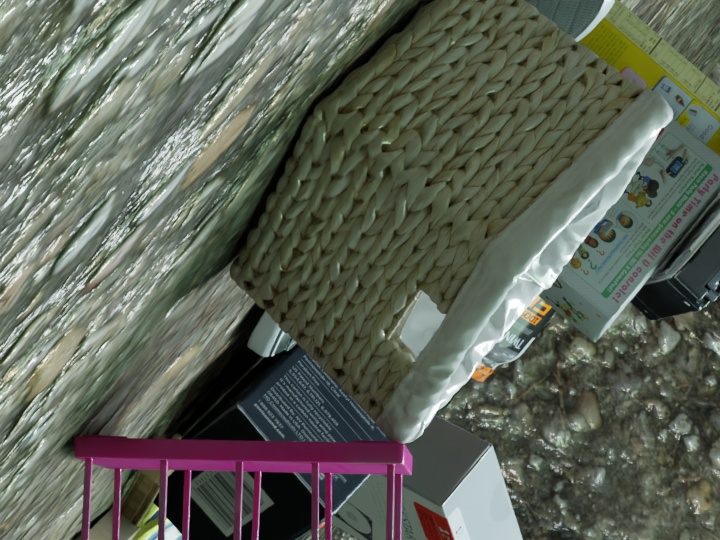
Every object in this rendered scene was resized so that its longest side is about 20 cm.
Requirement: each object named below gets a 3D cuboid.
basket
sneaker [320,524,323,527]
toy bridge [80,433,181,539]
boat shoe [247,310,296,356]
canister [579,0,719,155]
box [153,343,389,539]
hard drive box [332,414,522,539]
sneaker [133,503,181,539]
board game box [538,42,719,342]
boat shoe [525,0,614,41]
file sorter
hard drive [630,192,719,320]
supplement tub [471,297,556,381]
[{"bbox_3d":[0.050,-0.041,1.636,0.200,0.161,0.199,-46,172,-40],"label":"basket"},{"bbox_3d":[-0.072,0.221,2.544,0.077,0.085,0.200,-43,170,-44],"label":"sneaker"},{"bbox_3d":[-0.181,0.191,1.912,0.200,0.027,0.067,-54,175,23],"label":"toy bridge"},{"bbox_3d":[-0.001,0.001,1.915,0.199,0.068,0.074,-46,172,-35],"label":"boat shoe"},{"bbox_3d":[0.198,-0.112,2.038,0.149,0.200,0.087,-49,-179,-7],"label":"canister"},{"bbox_3d":[-0.040,0.113,1.970,0.148,0.107,0.200,-39,-176,47],"label":"box"},{"bbox_3d":[0.035,0.185,2.375,0.077,0.199,0.156,-48,142,-24],"label":"hard drive box"},{"bbox_3d":[-0.105,0.192,2.063,0.200,0.105,0.076,-51,165,-26],"label":"sneaker"},{"bbox_3d":[0.133,-0.073,1.844,0.148,0.200,0.064,-48,173,-19],"label":"board game box"},{"bbox_3d":[0.158,-0.223,1.739,0.067,0.073,0.200,-40,167,-43],"label":"boat shoe"},{"bbox_3d":[-0.070,0.170,1.660,0.139,0.198,0.126,68,23,-82],"label":"file sorter"},{"bbox_3d":[0.256,-0.030,1.893,0.140,0.038,0.200,-48,-178,-5],"label":"hard drive"},{"bbox_3d":[0.148,0.006,2.690,0.200,0.122,0.123,-53,173,9],"label":"supplement tub"}]
